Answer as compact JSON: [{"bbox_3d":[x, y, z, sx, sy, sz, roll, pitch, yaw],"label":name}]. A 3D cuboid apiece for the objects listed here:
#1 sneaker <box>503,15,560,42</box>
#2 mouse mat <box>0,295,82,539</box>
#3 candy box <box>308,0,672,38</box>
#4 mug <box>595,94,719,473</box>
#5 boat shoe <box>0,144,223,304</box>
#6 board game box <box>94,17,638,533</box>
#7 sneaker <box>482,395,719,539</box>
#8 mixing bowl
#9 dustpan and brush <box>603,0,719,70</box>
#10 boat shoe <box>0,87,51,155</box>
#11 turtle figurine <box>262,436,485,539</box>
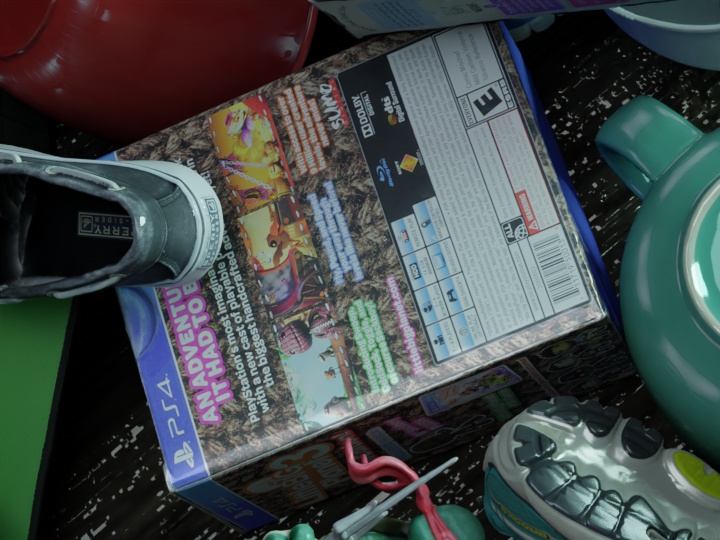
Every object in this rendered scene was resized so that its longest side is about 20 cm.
[{"bbox_3d":[0.045,-0.209,1.014,0.078,0.089,0.201,-24,65,8],"label":"sneaker"},{"bbox_3d":[-0.198,0.035,0.998,0.160,0.008,0.201,20,104,29],"label":"mouse mat"},{"bbox_3d":[0.077,-0.193,0.887,0.199,0.072,0.169,-5,82,17],"label":"candy box"},{"bbox_3d":[0.168,0.007,0.893,0.184,0.114,0.153,12,77,20],"label":"mug"},{"bbox_3d":[-0.157,-0.017,0.925,0.199,0.068,0.072,4,97,31],"label":"boat shoe"},{"bbox_3d":[0.000,0.000,0.956,0.199,0.097,0.160,-22,68,9],"label":"board game box"},{"bbox_3d":[0.138,0.125,0.890,0.200,0.080,0.078,35,56,7],"label":"sneaker"},{"bbox_3d":[-0.121,-0.145,0.983,0.199,0.108,0.202,9,102,47],"label":"mixing bowl"},{"bbox_3d":[0.171,-0.118,0.925,0.139,0.057,0.201,-23,47,8],"label":"dustpan and brush"},{"bbox_3d":[-0.191,-0.026,1.039,0.064,0.074,0.203,-5,81,20],"label":"boat shoe"},{"bbox_3d":[-0.004,0.157,0.892,0.200,0.101,0.150,-42,107,14],"label":"turtle figurine"}]
